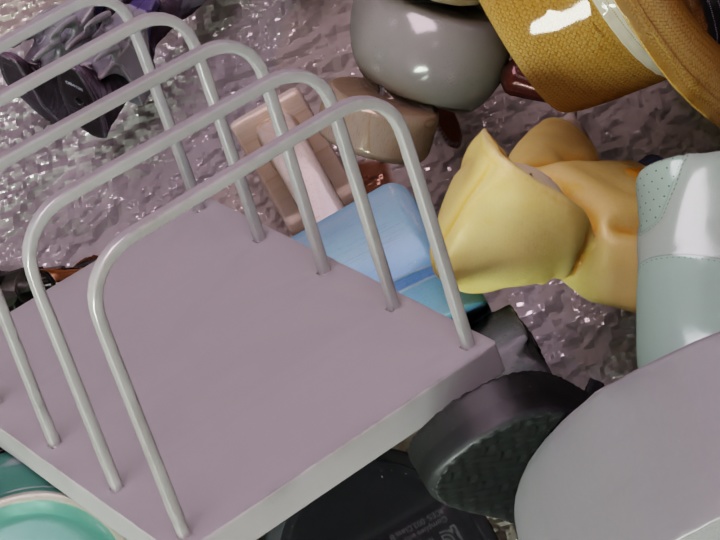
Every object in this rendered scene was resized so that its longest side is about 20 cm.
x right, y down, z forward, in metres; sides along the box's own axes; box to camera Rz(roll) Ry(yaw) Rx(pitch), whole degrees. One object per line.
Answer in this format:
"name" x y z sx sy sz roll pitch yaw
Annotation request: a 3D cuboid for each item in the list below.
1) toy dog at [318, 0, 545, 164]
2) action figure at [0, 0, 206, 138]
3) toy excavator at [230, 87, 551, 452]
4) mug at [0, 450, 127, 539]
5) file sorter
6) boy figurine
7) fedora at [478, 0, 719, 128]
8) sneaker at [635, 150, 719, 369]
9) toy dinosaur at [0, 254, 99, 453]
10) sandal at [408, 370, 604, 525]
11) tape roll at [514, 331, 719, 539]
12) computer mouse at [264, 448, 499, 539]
"toy dog" 0.044 -0.107 1.146 0.096 0.132 0.200 20 37 -4
"action figure" -0.082 -0.151 1.270 0.130 0.069 0.200 22 64 38
"toy excavator" 0.000 0.000 1.098 0.100 0.194 0.200 -28 79 2
"mug" -0.098 0.152 0.986 0.152 0.114 0.185 -33 64 -2
"file sorter" -0.075 -0.008 0.953 0.139 0.125 0.200 -32 32 -23
"boy figurine" 0.103 -0.026 1.039 0.124 0.200 0.064 49 126 40
"fedora" 0.091 -0.121 1.036 0.082 0.201 0.201 -27 49 22
"sneaker" 0.191 0.004 0.981 0.200 0.074 0.118 6 67 -26
"toy dinosaur" -0.116 0.035 1.142 0.136 0.102 0.200 -23 1 -31
"sandal" 0.075 0.063 0.968 0.075 0.200 0.048 -33 63 11
"tape roll" 0.156 0.090 0.917 0.200 0.200 0.066 -19 56 8
"computer mouse" 0.026 0.161 0.980 0.138 0.053 0.200 -23 84 -8
